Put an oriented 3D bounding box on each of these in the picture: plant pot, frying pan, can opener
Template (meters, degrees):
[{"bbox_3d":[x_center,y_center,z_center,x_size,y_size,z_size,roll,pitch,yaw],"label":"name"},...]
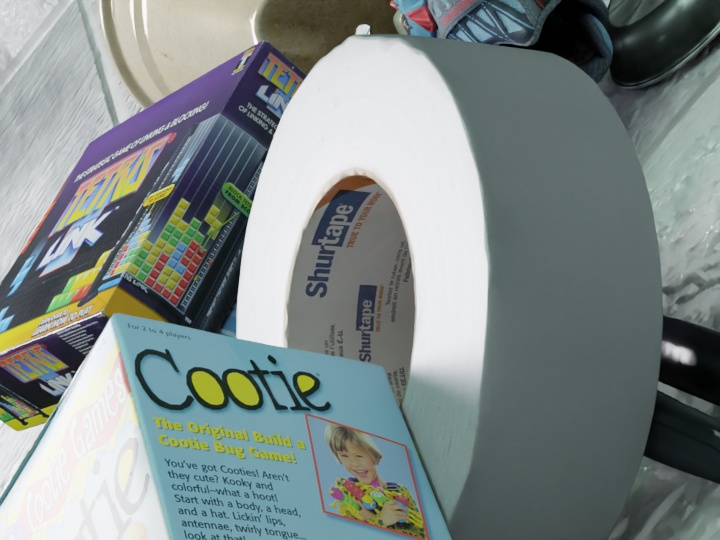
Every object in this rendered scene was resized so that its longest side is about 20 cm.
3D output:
[{"bbox_3d":[-0.033,-0.152,1.068,0.201,0.200,0.183,-53,31,-3],"label":"plant pot"},{"bbox_3d":[0.163,-0.132,0.794,0.115,0.031,0.190,-57,17,-9],"label":"frying pan"},{"bbox_3d":[0.085,0.030,0.629,0.063,0.079,0.200,-44,28,-3],"label":"can opener"}]

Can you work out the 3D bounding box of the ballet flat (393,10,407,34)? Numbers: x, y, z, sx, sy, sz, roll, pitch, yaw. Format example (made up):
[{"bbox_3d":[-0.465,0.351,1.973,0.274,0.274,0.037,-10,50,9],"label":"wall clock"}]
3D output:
[{"bbox_3d":[0.035,-0.104,0.972,0.200,0.073,0.073,-54,19,-6],"label":"ballet flat"}]

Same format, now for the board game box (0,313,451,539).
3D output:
[{"bbox_3d":[-0.030,0.126,0.522,0.103,0.104,0.201,-54,39,31],"label":"board game box"}]

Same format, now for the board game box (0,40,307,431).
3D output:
[{"bbox_3d":[-0.114,-0.012,0.903,0.200,0.057,0.166,-20,38,54],"label":"board game box"}]

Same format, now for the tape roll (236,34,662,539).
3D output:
[{"bbox_3d":[0.023,0.019,0.636,0.200,0.066,0.202,-11,78,63],"label":"tape roll"}]

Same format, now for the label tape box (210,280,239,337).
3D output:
[{"bbox_3d":[0.000,0.000,0.815,0.200,0.066,0.143,-54,22,-11],"label":"label tape box"}]

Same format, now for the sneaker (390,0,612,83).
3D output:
[{"bbox_3d":[0.071,-0.107,0.839,0.079,0.095,0.200,-51,-16,2],"label":"sneaker"}]
